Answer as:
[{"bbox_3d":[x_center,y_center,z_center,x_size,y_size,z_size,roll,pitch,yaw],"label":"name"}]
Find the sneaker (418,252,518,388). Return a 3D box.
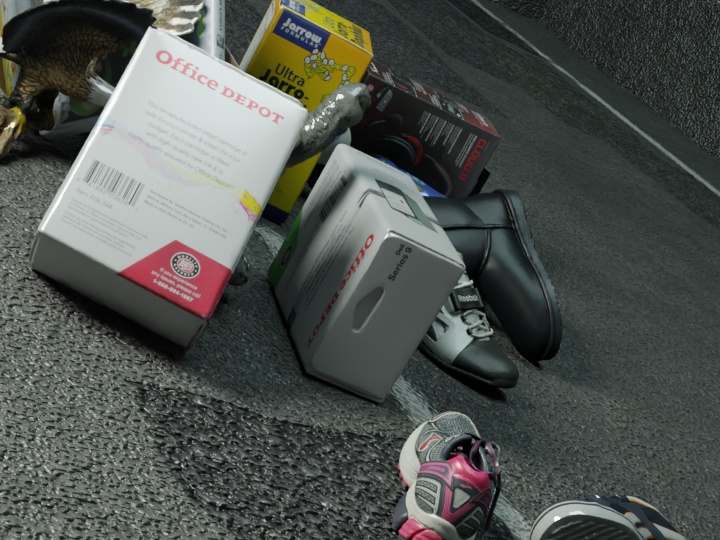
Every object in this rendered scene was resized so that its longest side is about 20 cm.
[{"bbox_3d":[0.084,0.033,1.676,0.200,0.089,0.074,40,17,25],"label":"sneaker"}]

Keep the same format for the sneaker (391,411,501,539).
[{"bbox_3d":[0.077,0.153,1.325,0.080,0.075,0.200,28,16,-5],"label":"sneaker"}]

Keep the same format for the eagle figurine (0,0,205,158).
[{"bbox_3d":[-0.247,-0.194,1.537,0.150,0.200,0.152,23,30,-37],"label":"eagle figurine"}]

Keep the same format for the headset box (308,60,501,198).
[{"bbox_3d":[0.055,-0.134,2.005,0.199,0.149,0.075,24,18,-20],"label":"headset box"}]

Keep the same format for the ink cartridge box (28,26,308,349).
[{"bbox_3d":[-0.148,-0.064,1.356,0.147,0.201,0.086,28,-27,-5],"label":"ink cartridge box"}]

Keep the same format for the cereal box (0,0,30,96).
[{"bbox_3d":[-0.352,-0.257,1.686,0.039,0.145,0.200,-4,19,-2],"label":"cereal box"}]

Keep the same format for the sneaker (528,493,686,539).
[{"bbox_3d":[0.190,0.213,1.339,0.199,0.079,0.080,32,17,-37],"label":"sneaker"}]

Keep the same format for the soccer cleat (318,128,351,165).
[{"bbox_3d":[-0.110,-0.137,1.895,0.198,0.087,0.070,6,31,-1],"label":"soccer cleat"}]

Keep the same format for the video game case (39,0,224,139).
[{"bbox_3d":[-0.212,-0.225,1.607,0.198,0.184,0.023,-9,-16,27],"label":"video game case"}]

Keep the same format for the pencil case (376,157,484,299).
[{"bbox_3d":[0.078,-0.045,1.906,0.199,0.078,0.087,30,25,-2],"label":"pencil case"}]

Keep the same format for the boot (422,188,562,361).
[{"bbox_3d":[0.106,0.008,1.803,0.167,0.076,0.202,-6,67,-25],"label":"boot"}]

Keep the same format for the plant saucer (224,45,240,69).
[{"bbox_3d":[-0.166,-0.147,1.649,0.037,0.202,0.200,-29,53,-33],"label":"plant saucer"}]

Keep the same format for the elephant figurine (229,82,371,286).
[{"bbox_3d":[-0.114,-0.100,1.487,0.154,0.201,0.141,25,-3,-35],"label":"elephant figurine"}]

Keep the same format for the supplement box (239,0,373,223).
[{"bbox_3d":[-0.080,-0.170,1.786,0.109,0.201,0.109,26,17,-11],"label":"supplement box"}]

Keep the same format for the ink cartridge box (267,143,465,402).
[{"bbox_3d":[0.000,0.000,1.519,0.084,0.147,0.200,24,18,-22],"label":"ink cartridge box"}]
